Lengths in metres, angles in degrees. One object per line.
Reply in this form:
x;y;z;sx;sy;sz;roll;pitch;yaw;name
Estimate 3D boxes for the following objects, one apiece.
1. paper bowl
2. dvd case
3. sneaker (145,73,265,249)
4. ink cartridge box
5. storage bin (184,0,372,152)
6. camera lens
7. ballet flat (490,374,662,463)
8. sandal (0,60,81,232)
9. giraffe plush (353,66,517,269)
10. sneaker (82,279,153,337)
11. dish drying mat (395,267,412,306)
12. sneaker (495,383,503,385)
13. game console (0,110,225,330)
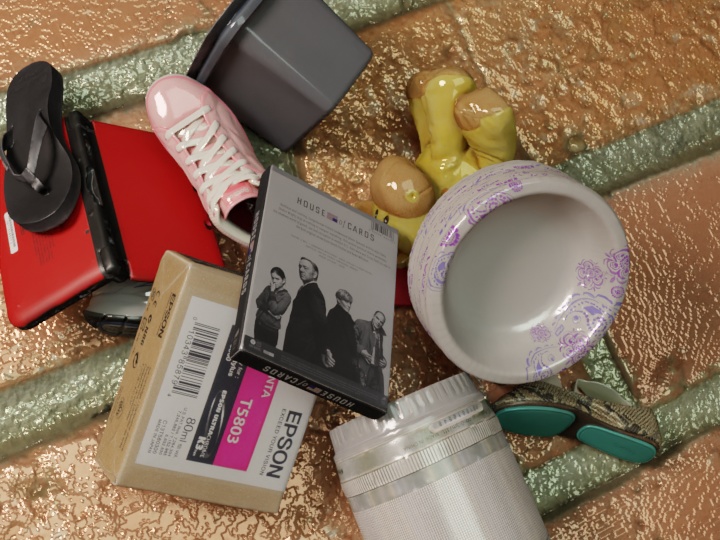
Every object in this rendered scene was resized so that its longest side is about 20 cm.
0.141;-0.004;0.920;0.199;0.104;0.202;-6;113;-15;paper bowl
-0.034;0.016;0.866;0.150;0.025;0.201;27;48;-26;dvd case
-0.133;-0.102;0.934;0.075;0.105;0.201;-34;101;-3;sneaker
-0.124;0.102;0.877;0.164;0.075;0.201;18;90;-31;ink cartridge box
-0.077;-0.213;0.980;0.134;0.200;0.146;39;70;-12;storage bin
0.074;0.214;0.904;0.159;0.160;0.201;-20;80;-17;camera lens
0.221;0.144;1.016;0.199;0.068;0.076;15;50;-14;ballet flat
-0.310;-0.118;0.912;0.076;0.043;0.201;-27;57;12;sandal
0.073;-0.087;1.001;0.162;0.172;0.201;-34;109;-10;giraffe plush
-0.165;0.021;0.952;0.199;0.075;0.088;6;68;-12;sneaker
0.000;0.000;1.022;0.199;0.018;0.077;2;72;-11;dish drying mat
0.209;0.050;1.030;0.075;0.070;0.200;40;77;-16;sneaker
-0.248;-0.042;0.943;0.172;0.119;0.201;-30;56;10;game console
